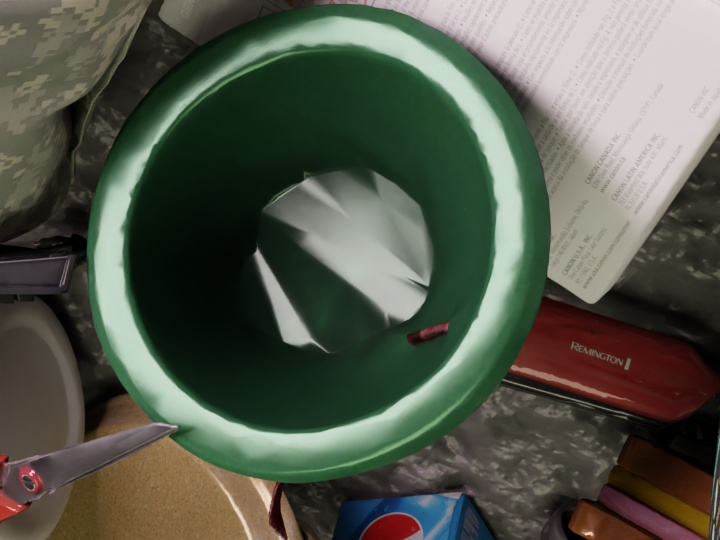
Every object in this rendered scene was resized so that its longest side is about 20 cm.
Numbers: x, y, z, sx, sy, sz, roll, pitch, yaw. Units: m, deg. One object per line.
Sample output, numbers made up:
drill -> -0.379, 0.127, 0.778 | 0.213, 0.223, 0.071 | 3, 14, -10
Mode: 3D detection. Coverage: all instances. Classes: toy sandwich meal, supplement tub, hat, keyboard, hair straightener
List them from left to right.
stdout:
supplement tub -> -0.235, 0.068, 1.017 | 0.200, 0.123, 0.123 | -3, 138, 22
keyboard -> -0.151, 0.000, 0.905 | 0.127, 0.021, 0.200 | -5, -175, -22
toy sandwich meal -> -0.083, 0.151, 1.063 | 0.205, 0.206, 0.070 | -25, 168, 39
hat -> 0.000, 0.000, 0.879 | 0.200, 0.166, 0.176 | -22, 169, 18
hair straightener -> 0.146, 0.052, 0.959 | 0.200, 0.041, 0.077 | 12, 168, -5
toy sandwich meal -> 0.186, 0.125, 0.913 | 0.205, 0.070, 0.205 | 18, 176, 1

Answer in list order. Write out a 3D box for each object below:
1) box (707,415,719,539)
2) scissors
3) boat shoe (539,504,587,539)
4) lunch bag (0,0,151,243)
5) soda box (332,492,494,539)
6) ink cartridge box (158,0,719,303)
box -> 0.201, 0.063, 0.800 | 0.148, 0.200, 0.124 | 9, 131, 6
scissors -> -0.127, 0.086, 0.875 | 0.200, 0.014, 0.073 | -3, 113, 40
boat shoe -> 0.153, 0.176, 1.021 | 0.200, 0.073, 0.065 | 29, 140, 27
lunch bag -> -0.158, -0.092, 0.790 | 0.167, 0.140, 0.200 | 9, 147, -21
soda box -> 0.052, 0.193, 1.125 | 0.068, 0.064, 0.200 | -7, 136, 25
ink cartridge box -> 0.039, -0.096, 0.811 | 0.200, 0.050, 0.161 | 34, 141, 5
